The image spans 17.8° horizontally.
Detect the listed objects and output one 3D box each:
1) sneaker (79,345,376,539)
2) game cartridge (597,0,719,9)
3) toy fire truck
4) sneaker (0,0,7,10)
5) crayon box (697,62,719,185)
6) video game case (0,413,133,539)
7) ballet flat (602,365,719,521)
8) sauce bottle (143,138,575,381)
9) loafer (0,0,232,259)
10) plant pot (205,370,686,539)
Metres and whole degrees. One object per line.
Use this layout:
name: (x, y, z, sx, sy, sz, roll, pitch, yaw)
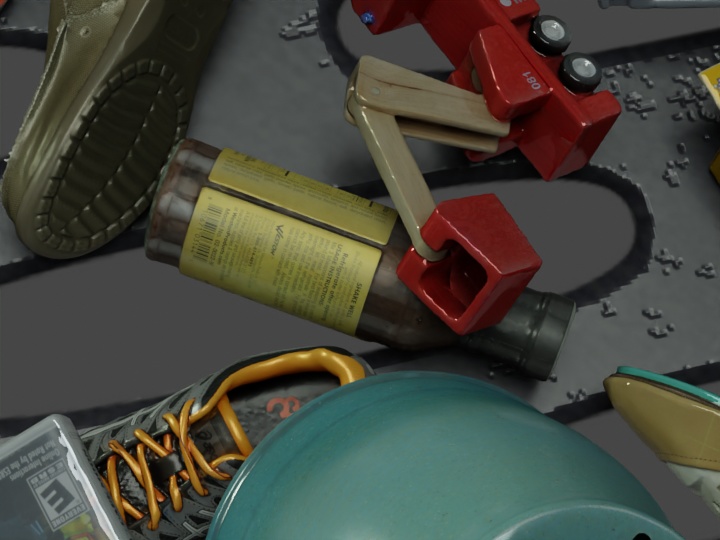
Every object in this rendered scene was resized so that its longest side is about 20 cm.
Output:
sneaker: (-0.078, 0.085, 1.023, 0.200, 0.077, 0.078, -29, 78, -12)
game cartridge: (0.200, -0.186, 1.130, 0.199, 0.041, 0.134, -1, 47, 2)
toy fire truck: (0.042, -0.077, 1.064, 0.141, 0.049, 0.200, -22, 66, -37)
sneaker: (-0.254, -0.122, 1.072, 0.200, 0.082, 0.077, -36, 78, -15)
crayon box: (0.259, -0.028, 1.102, 0.125, 0.052, 0.200, -26, 77, -13)
video game case: (-0.170, 0.189, 0.979, 0.200, 0.023, 0.182, -31, 77, 5)
ballet flat: (0.201, 0.100, 1.050, 0.199, 0.069, 0.063, 17, 85, 2)
sauce bottle: (0.000, 0.000, 1.064, 0.199, 0.065, 0.065, 22, 71, 3)
loafer: (-0.116, -0.099, 1.086, 0.067, 0.076, 0.201, 18, 76, 38)
plant pot: (0.052, 0.146, 0.922, 0.199, 0.188, 0.201, 0, 91, -18)
